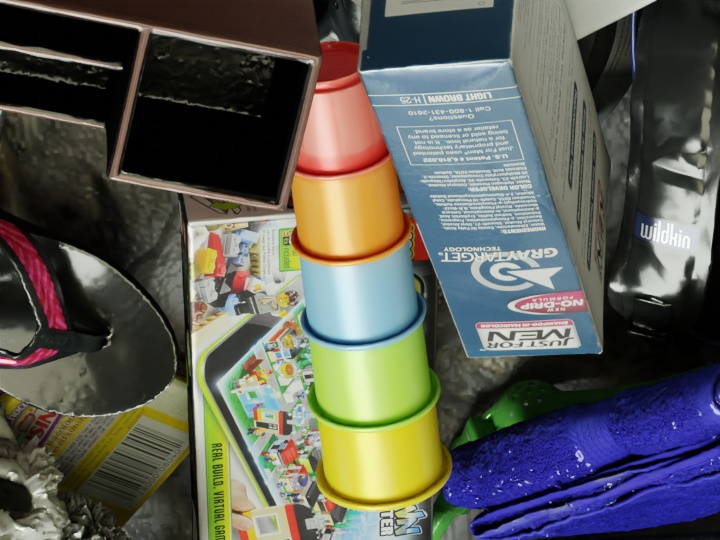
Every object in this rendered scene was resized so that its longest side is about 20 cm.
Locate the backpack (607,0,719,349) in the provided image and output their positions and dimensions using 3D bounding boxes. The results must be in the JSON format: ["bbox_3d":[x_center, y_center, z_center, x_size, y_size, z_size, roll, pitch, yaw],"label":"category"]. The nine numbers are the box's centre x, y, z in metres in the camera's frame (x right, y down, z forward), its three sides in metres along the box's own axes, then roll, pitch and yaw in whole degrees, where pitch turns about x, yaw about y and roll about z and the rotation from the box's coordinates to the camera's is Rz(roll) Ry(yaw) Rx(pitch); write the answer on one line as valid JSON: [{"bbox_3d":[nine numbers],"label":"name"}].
[{"bbox_3d":[0.202,-0.067,1.201,0.200,0.154,0.191,3,121,34],"label":"backpack"}]

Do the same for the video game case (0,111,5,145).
[{"bbox_3d":[-0.259,-0.025,1.262,0.199,0.036,0.182,8,118,-10],"label":"video game case"}]

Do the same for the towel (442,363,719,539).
[{"bbox_3d":[0.145,0.083,1.251,0.147,0.050,0.200,6,164,-33],"label":"towel"}]

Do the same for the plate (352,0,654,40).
[{"bbox_3d":[0.055,-0.163,1.111,0.199,0.032,0.200,-25,136,35],"label":"plate"}]

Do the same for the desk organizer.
[{"bbox_3d":[-0.117,-0.084,1.093,0.199,0.077,0.072,10,117,-10],"label":"desk organizer"}]

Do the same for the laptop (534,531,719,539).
[{"bbox_3d":[0.116,0.200,1.394,0.187,0.116,0.201,-3,107,-5],"label":"laptop"}]

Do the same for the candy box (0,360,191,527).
[{"bbox_3d":[-0.158,0.108,1.331,0.102,0.026,0.200,28,112,-39],"label":"candy box"}]

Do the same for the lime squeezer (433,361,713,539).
[{"bbox_3d":[0.070,0.088,1.362,0.200,0.038,0.071,-39,146,13],"label":"lime squeezer"}]

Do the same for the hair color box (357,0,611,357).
[{"bbox_3d":[0.052,-0.059,1.148,0.060,0.100,0.200,-3,146,14],"label":"hair color box"}]

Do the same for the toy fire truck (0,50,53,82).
[{"bbox_3d":[-0.096,-0.158,1.165,0.167,0.112,0.201,2,116,-7],"label":"toy fire truck"}]

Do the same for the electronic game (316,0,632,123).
[{"bbox_3d":[0.026,-0.119,1.238,0.199,0.042,0.200,1,122,1],"label":"electronic game"}]

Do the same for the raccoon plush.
[{"bbox_3d":[-0.144,0.134,1.310,0.097,0.200,0.134,-41,79,-10],"label":"raccoon plush"}]

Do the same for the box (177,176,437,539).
[{"bbox_3d":[-0.022,0.048,1.294,0.110,0.035,0.200,-5,125,-7],"label":"box"}]

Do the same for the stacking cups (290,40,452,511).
[{"bbox_3d":[0.000,0.000,1.215,0.060,0.061,0.201,-8,118,-2],"label":"stacking cups"}]

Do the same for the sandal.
[{"bbox_3d":[-0.165,0.002,1.227,0.200,0.045,0.075,36,104,-15],"label":"sandal"}]
